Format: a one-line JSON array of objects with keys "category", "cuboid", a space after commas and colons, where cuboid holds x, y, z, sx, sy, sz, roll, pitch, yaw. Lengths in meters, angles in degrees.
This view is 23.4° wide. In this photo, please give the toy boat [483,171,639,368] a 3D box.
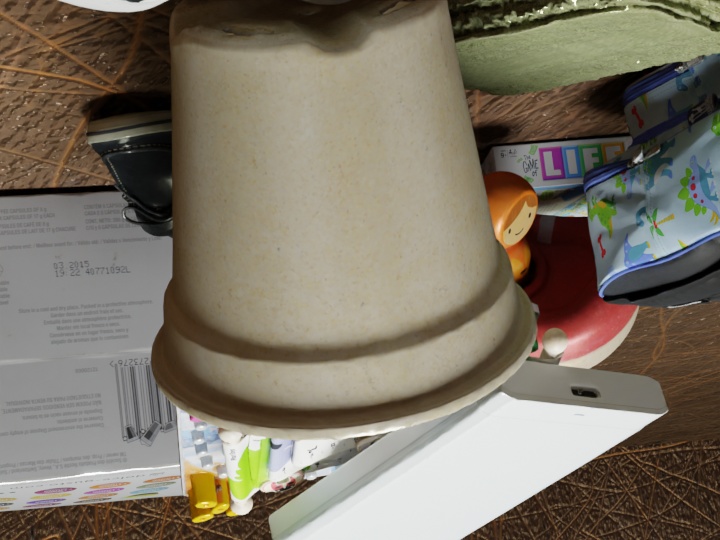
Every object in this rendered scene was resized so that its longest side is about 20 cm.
[{"category": "toy boat", "cuboid": [0.099, -0.012, 1.208, 0.198, 0.131, 0.131, 8, 136, 9]}]

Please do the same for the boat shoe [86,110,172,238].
[{"category": "boat shoe", "cuboid": [-0.119, -0.057, 1.121, 0.074, 0.063, 0.200, -8, 166, 10]}]

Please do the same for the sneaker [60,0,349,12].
[{"category": "sneaker", "cuboid": [-0.046, -0.160, 0.709, 0.199, 0.074, 0.112, -8, 167, -39]}]

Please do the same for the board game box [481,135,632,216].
[{"category": "board game box", "cuboid": [0.149, -0.055, 1.337, 0.133, 0.035, 0.200, -5, 167, -8]}]

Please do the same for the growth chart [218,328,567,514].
[{"category": "growth chart", "cuboid": [0.015, 0.081, 0.947, 0.198, 0.018, 0.145, -14, 154, -2]}]

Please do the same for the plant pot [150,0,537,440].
[{"category": "plant pot", "cuboid": [-0.017, -0.048, 0.858, 0.198, 0.185, 0.201, -5, -156, 2]}]

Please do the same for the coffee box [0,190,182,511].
[{"category": "coffee box", "cuboid": [-0.216, 0.065, 1.279, 0.198, 0.202, 0.198, -3, 167, -17]}]

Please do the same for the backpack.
[{"category": "backpack", "cuboid": [0.244, -0.060, 1.111, 0.182, 0.148, 0.200, 1, 161, -36]}]

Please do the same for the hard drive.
[{"category": "hard drive", "cuboid": [0.058, 0.110, 0.976, 0.131, 0.026, 0.200, 9, 145, -40]}]

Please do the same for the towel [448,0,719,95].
[{"category": "towel", "cuboid": [0.109, -0.132, 0.937, 0.199, 0.037, 0.148, -9, 171, 42]}]

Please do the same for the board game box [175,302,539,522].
[{"category": "board game box", "cuboid": [-0.005, 0.086, 0.997, 0.198, 0.026, 0.200, -8, 153, -8]}]
